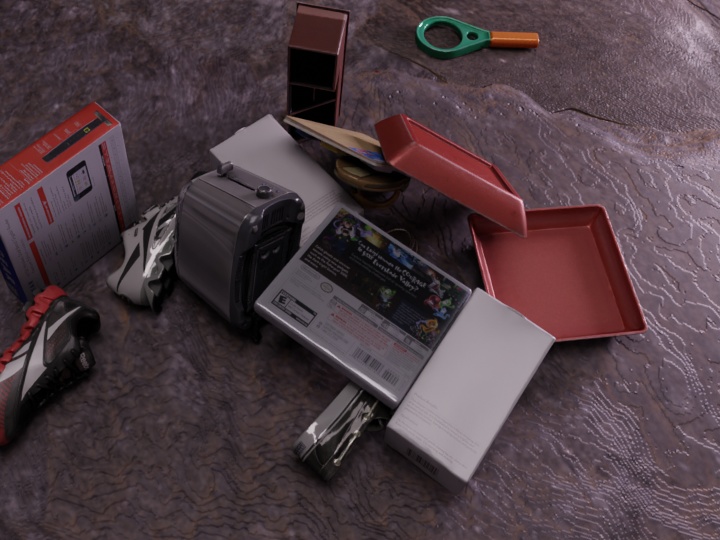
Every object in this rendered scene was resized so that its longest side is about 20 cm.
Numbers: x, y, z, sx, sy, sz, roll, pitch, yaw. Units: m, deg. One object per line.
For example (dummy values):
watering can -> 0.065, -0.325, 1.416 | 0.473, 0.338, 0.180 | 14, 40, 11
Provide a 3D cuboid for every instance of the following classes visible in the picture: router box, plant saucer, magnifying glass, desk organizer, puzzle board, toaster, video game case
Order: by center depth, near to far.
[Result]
video game case -> 0.006, 0.035, 1.030 | 0.198, 0.023, 0.182 | 33, 58, 9
router box -> -0.352, -0.072, 1.042 | 0.049, 0.201, 0.179 | 37, 60, 17
toaster -> -0.148, -0.028, 1.060 | 0.128, 0.203, 0.113 | 32, 41, 28
plant saucer -> 0.117, -0.132, 1.125 | 0.197, 0.037, 0.201 | 27, 19, -13
plant saucer -> 0.250, 0.010, 1.155 | 0.196, 0.037, 0.203 | -5, 58, -8
puzzle board -> 0.009, -0.156, 1.159 | 0.149, 0.018, 0.199 | 31, 16, 27
desk organizer -> -0.061, -0.254, 1.194 | 0.070, 0.201, 0.078 | 10, 58, 1
magnifying glass -> 0.184, -0.368, 1.401 | 0.196, 0.023, 0.081 | 2, 57, -6

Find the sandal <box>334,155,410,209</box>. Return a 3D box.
sandal -> 0.018, -0.108, 1.146 | 0.079, 0.200, 0.055 | 24, 100, 12

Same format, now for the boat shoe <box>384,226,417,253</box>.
boat shoe -> 0.000, 0.000, 1.112 | 0.199, 0.072, 0.072 | -35, 67, -25

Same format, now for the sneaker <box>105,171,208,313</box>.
sneaker -> -0.255, -0.051, 1.115 | 0.087, 0.075, 0.202 | 17, 61, 10

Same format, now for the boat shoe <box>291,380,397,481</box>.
boat shoe -> 0.006, 0.156, 1.019 | 0.064, 0.071, 0.200 | 41, 63, 7

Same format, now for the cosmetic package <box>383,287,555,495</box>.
cosmetic package -> 0.124, 0.136, 1.012 | 0.112, 0.081, 0.201 | 34, 69, 12

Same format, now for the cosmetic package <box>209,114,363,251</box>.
cosmetic package -> -0.098, -0.096, 1.155 | 0.107, 0.085, 0.200 | -33, 66, -24

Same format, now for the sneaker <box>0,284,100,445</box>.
sneaker -> -0.358, 0.111, 1.001 | 0.096, 0.071, 0.203 | 15, 55, 6
